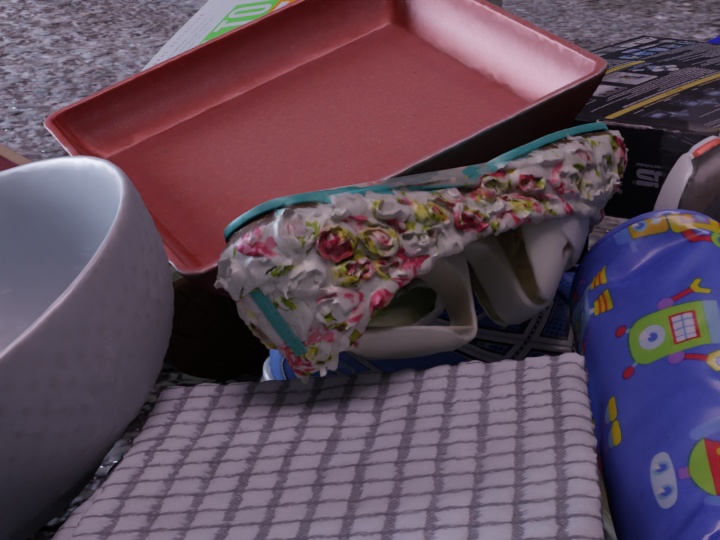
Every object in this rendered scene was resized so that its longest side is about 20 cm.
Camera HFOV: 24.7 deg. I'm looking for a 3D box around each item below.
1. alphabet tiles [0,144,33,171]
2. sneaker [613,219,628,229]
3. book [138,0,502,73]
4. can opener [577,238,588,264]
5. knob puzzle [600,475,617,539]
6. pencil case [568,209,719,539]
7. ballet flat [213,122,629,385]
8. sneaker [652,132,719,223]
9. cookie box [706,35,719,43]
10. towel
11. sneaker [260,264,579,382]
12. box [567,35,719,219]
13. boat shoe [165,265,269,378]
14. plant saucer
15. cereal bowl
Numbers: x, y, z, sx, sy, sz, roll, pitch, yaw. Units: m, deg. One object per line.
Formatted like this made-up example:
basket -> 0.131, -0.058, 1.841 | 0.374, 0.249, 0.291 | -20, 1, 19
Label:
alphabet tiles -> -0.189, 0.007, 0.703 | 0.199, 0.006, 0.166 | 28, 54, 24
sneaker -> 0.192, 0.017, 0.723 | 0.199, 0.075, 0.082 | 10, 22, 21
book -> -0.033, -0.123, 0.956 | 0.199, 0.048, 0.134 | -3, 33, 35
can opener -> 0.072, -0.063, 0.891 | 0.078, 0.063, 0.201 | 34, 34, -31
knob puzzle -> 0.174, 0.077, 0.616 | 0.218, 0.031, 0.220 | -6, 35, 4
pencil case -> 0.121, 0.060, 0.556 | 0.086, 0.078, 0.200 | -26, 32, 15
ballet flat -> 0.033, -0.005, 0.598 | 0.199, 0.064, 0.076 | -17, -14, -39
sneaker -> 0.213, -0.020, 0.648 | 0.199, 0.078, 0.082 | -5, 19, -17
cookie box -> 0.313, -0.110, 1.055 | 0.170, 0.076, 0.200 | 15, 26, 31
towel -> -0.006, 0.099, 0.497 | 0.164, 0.086, 0.200 | -5, 16, 6
sneaker -> 0.057, 0.025, 0.677 | 0.199, 0.077, 0.076 | -11, 39, -16
box -> 0.152, -0.072, 0.797 | 0.161, 0.049, 0.200 | 10, 21, 39
boat shoe -> 0.000, 0.000, 0.765 | 0.199, 0.074, 0.063 | -5, 25, -13
plant saucer -> -0.020, -0.064, 0.735 | 0.199, 0.037, 0.200 | -28, 33, -15
cereal bowl -> -0.149, 0.047, 0.583 | 0.199, 0.084, 0.200 | -22, 25, 11
